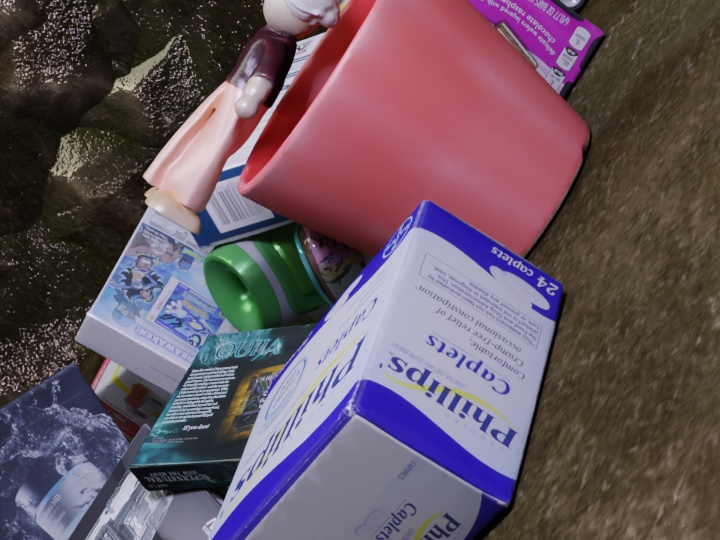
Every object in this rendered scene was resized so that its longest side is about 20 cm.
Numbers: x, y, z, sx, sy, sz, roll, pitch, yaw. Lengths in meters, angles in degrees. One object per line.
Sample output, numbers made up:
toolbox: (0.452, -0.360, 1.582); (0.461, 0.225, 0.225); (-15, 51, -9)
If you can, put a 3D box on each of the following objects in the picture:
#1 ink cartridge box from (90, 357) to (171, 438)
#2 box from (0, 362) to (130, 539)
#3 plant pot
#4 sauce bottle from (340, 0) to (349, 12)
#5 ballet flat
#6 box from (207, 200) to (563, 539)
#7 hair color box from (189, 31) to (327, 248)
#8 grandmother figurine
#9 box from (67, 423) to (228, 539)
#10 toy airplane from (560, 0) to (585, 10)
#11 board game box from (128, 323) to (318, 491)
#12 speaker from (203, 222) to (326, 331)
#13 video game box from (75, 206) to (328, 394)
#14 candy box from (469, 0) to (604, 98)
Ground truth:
ink cartridge box: (-0.134, 0.097, 1.852); (0.084, 0.145, 0.200); (-61, 10, -23)
box: (-0.264, 0.216, 1.770); (0.196, 0.200, 0.117); (-33, -3, -30)
plant pot: (0.044, -0.088, 1.484); (0.201, 0.177, 0.201); (-55, 9, 13)
sauce bottle: (0.029, -0.130, 1.688); (0.064, 0.201, 0.065); (-18, -8, -3)
ballet flat: (0.000, 0.000, 1.592); (0.200, 0.071, 0.070); (69, -174, -70)
box: (0.011, 0.094, 1.277); (0.184, 0.105, 0.200); (-50, 12, 37)
hair color box: (-0.066, -0.105, 1.709); (0.100, 0.061, 0.200); (-15, 29, 27)
grandmother figurine: (-0.078, -0.122, 1.504); (0.201, 0.060, 0.121); (-59, 18, 4)
box: (-0.146, 0.222, 1.597); (0.158, 0.050, 0.200); (-56, 33, 3)
toy airplane: (0.071, -0.191, 1.770); (0.200, 0.141, 0.200); (-24, 45, 56)
board game box: (-0.058, 0.093, 1.565); (0.199, 0.028, 0.136); (-7, 40, 39)
speaker: (-0.023, -0.030, 1.714); (0.200, 0.089, 0.088); (-34, -1, -26)
video game box: (-0.097, 0.029, 1.740); (0.047, 0.199, 0.183); (-55, 7, 48)
candy box: (0.066, -0.126, 1.618); (0.201, 0.136, 0.061); (-58, 10, -3)
